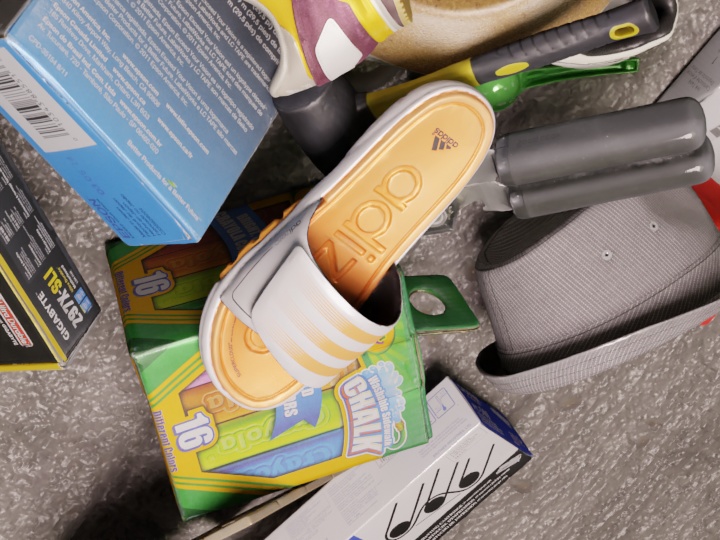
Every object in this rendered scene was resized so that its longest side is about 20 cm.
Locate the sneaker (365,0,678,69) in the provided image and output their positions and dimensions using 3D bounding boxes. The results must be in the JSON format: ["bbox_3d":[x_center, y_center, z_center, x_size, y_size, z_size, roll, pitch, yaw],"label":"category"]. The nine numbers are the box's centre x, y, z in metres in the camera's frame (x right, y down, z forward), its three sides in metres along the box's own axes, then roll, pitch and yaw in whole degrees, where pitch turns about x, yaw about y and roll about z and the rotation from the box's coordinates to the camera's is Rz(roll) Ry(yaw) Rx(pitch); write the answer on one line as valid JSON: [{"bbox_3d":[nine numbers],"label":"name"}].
[{"bbox_3d":[0.081,-0.150,0.774,0.198,0.088,0.077,-3,96,-20],"label":"sneaker"}]

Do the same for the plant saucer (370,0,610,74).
[{"bbox_3d":[0.051,-0.200,0.720,0.198,0.035,0.203,0,95,4],"label":"plant saucer"}]

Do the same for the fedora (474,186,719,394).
[{"bbox_3d":[0.146,-0.007,0.855,0.199,0.177,0.091,-27,97,-14],"label":"fedora"}]

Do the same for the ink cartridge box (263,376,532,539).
[{"bbox_3d":[0.014,0.162,0.947,0.200,0.044,0.094,-42,146,8],"label":"ink cartridge box"}]

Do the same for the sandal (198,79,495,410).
[{"bbox_3d":[-0.006,-0.004,0.707,0.079,0.059,0.207,31,108,-29],"label":"sandal"}]

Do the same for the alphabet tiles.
[{"bbox_3d":[-0.102,0.167,0.873,0.199,0.167,0.008,-29,84,25],"label":"alphabet tiles"}]

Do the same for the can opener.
[{"bbox_3d":[0.098,-0.068,0.809,0.198,0.067,0.054,-11,137,19],"label":"can opener"}]

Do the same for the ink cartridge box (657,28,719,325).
[{"bbox_3d":[0.251,-0.063,0.912,0.160,0.050,0.200,33,103,-30],"label":"ink cartridge box"}]

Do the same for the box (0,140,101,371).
[{"bbox_3d":[-0.245,-0.035,0.719,0.158,0.050,0.201,-2,129,30],"label":"box"}]

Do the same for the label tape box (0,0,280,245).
[{"bbox_3d":[-0.098,-0.135,0.735,0.144,0.063,0.201,49,56,-33],"label":"label tape box"}]

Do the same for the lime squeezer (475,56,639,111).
[{"bbox_3d":[0.076,-0.104,0.825,0.199,0.070,0.038,-26,108,-38],"label":"lime squeezer"}]

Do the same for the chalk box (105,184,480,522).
[{"bbox_3d":[-0.033,0.035,0.832,0.198,0.125,0.125,-18,123,-9],"label":"chalk box"}]

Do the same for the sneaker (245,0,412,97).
[{"bbox_3d":[-0.060,-0.182,0.680,0.090,0.075,0.201,-32,87,9],"label":"sneaker"}]

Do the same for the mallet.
[{"bbox_3d":[0.047,-0.104,0.711,0.199,0.041,0.066,-21,136,28],"label":"mallet"}]
